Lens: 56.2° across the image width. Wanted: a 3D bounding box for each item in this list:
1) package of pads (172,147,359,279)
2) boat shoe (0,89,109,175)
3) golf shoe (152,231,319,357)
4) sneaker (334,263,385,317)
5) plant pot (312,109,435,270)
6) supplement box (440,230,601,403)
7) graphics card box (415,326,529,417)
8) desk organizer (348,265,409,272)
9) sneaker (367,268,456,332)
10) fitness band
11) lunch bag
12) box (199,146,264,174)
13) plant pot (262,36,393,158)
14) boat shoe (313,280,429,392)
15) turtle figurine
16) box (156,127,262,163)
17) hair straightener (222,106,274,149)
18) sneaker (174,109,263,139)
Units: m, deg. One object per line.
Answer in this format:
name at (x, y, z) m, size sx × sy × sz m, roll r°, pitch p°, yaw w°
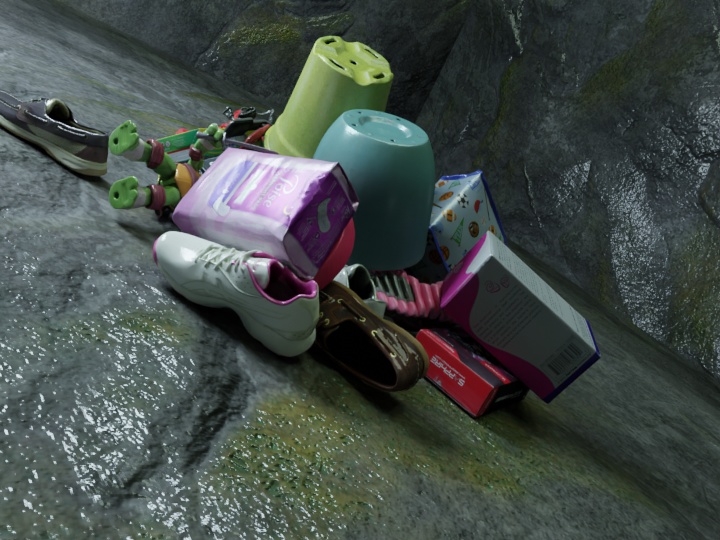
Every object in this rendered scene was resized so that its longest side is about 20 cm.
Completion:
package of pads at (-0.111, -0.070, 0.768) m, size 0.196 × 0.122 × 0.076 m, roll 15°, pitch -28°, yaw 37°
boat shoe at (-0.412, -0.197, 0.899) m, size 0.197 × 0.066 × 0.072 m, roll 32°, pitch 15°, yaw 13°
golf shoe at (-0.124, 0.003, 0.695) m, size 0.197 × 0.093 × 0.076 m, roll 29°, pitch 44°, yaw 4°
sneaker at (-0.023, 0.024, 0.866) m, size 0.073 × 0.090 × 0.200 m, roll 15°, pitch 18°, yaw -38°
plant pot at (0.017, -0.124, 0.938) m, size 0.195 × 0.164 × 0.202 m, roll 12°, pitch 29°, yaw -7°
supplement box at (0.211, 0.061, 0.909) m, size 0.199 × 0.101 × 0.104 m, roll 41°, pitch 22°, yaw -8°
graphics card box at (0.157, 0.132, 0.925) m, size 0.125 × 0.052 × 0.198 m, roll 37°, pitch 15°, yaw 28°
desk organizer at (0.000, 0.000, 1.032) m, size 0.076 × 0.073 × 0.199 m, roll 36°, pitch 15°, yaw 20°
sneaker at (0.064, 0.054, 0.955) m, size 0.196 × 0.095 × 0.081 m, roll 16°, pitch 50°, yaw -30°
fitness band at (-0.077, -0.051, 0.813) m, size 0.038 × 0.140 × 0.203 m, roll 58°, pitch 14°, yaw -45°
lunch bag at (0.158, -0.033, 1.136) m, size 0.122 × 0.170 × 0.203 m, roll 3°, pitch -51°, yaw 51°
box at (-0.135, -0.125, 1.053) m, size 0.198 × 0.047 × 0.159 m, roll -23°, pitch 59°, yaw -43°
plant pot at (-0.038, -0.250, 1.061) m, size 0.195 × 0.187 × 0.203 m, roll 15°, pitch 40°, yaw -13°
boat shoe at (-0.017, 0.067, 0.748) m, size 0.197 × 0.072 × 0.070 m, roll 27°, pitch 24°, yaw 28°
turtle figurine at (-0.209, -0.116, 0.858) m, size 0.198 × 0.147 × 0.192 m, roll 32°, pitch 12°, yaw 29°
box at (-0.249, -0.207, 1.135) m, size 0.114 × 0.050 × 0.199 m, roll -7°, pitch 10°, yaw 27°
hair straightener at (-0.185, -0.249, 1.109) m, size 0.077 × 0.041 × 0.201 m, roll 42°, pitch 26°, yaw -8°
sneaker at (-0.265, -0.262, 1.303) m, size 0.196 × 0.118 × 0.078 m, roll 26°, pitch 13°, yaw 16°
